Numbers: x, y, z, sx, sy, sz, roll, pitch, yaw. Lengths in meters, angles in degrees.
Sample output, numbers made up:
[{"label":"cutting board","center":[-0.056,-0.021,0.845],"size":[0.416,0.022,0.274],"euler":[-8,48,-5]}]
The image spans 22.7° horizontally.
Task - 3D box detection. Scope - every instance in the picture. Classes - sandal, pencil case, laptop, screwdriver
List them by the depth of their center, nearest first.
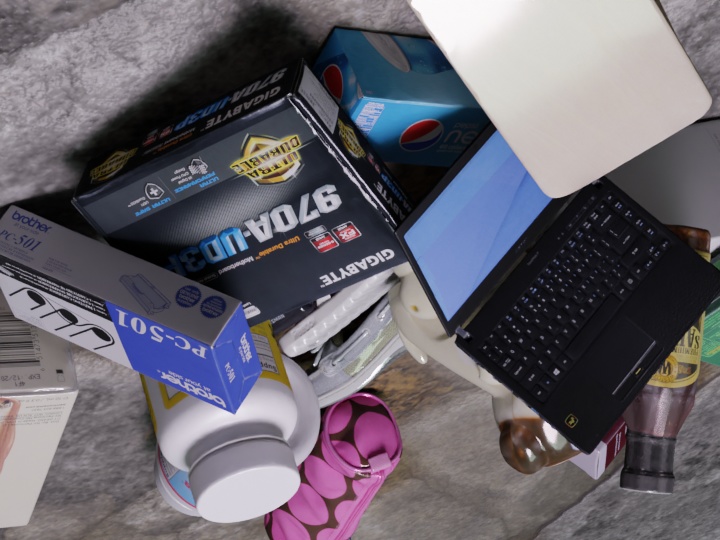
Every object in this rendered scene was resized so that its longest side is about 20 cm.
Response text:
[{"label":"laptop","center":[0.146,-0.009,1.260],"size":[0.177,0.200,0.103],"euler":[-48,173,-17]},{"label":"sandal","center":[-0.003,0.001,1.451],"size":[0.202,0.050,0.082],"euler":[-41,170,27]},{"label":"screwdriver","center":[-0.113,0.058,1.485],"size":[0.199,0.028,0.029],"euler":[-25,136,35]},{"label":"pencil case","center":[-0.024,0.206,1.717],"size":[0.090,0.094,0.201],"euler":[-4,144,-24]}]

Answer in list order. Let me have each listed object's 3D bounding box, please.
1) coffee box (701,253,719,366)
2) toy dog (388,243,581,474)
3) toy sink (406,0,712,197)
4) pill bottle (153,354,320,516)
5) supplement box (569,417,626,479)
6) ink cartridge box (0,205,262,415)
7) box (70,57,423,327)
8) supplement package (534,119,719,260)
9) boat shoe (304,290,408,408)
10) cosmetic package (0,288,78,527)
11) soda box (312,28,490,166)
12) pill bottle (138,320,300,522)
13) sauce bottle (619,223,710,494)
[{"label":"coffee box","center":[0.337,0.034,1.484],"size":[0.123,0.044,0.199],"euler":[-39,146,29]},{"label":"toy dog","center":[0.112,0.059,1.386],"size":[0.139,0.200,0.194],"euler":[-22,160,-52]},{"label":"toy sink","center":[0.123,-0.171,1.168],"size":[0.130,0.113,0.200],"euler":[-30,128,15]},{"label":"pill bottle","center":[-0.114,0.147,1.539],"size":[0.108,0.110,0.200],"euler":[-5,161,-23]},{"label":"supplement box","center":[0.220,0.067,1.545],"size":[0.200,0.108,0.061],"euler":[-47,157,-19]},{"label":"ink cartridge box","center":[-0.170,0.027,1.282],"size":[0.044,0.199,0.094],"euler":[-57,157,-27]},{"label":"box","center":[-0.077,-0.043,1.254],"size":[0.199,0.046,0.159],"euler":[-22,124,28]},{"label":"supplement package","center":[0.246,-0.036,1.477],"size":[0.198,0.118,0.117],"euler":[-11,148,-17]},{"label":"boat shoe","center":[0.010,0.050,1.535],"size":[0.202,0.065,0.074],"euler":[-38,-177,32]},{"label":"cosmetic package","center":[-0.290,0.112,1.414],"size":[0.086,0.104,0.201],"euler":[-1,142,-25]},{"label":"soda box","center":[0.062,-0.120,1.292],"size":[0.198,0.068,0.064],"euler":[3,140,-33]},{"label":"pill bottle","center":[-0.112,0.086,1.381],"size":[0.110,0.201,0.112],"euler":[-14,148,-9]},{"label":"sauce bottle","center":[0.227,0.066,1.354],"size":[0.065,0.202,0.066],"euler":[4,177,0]}]
